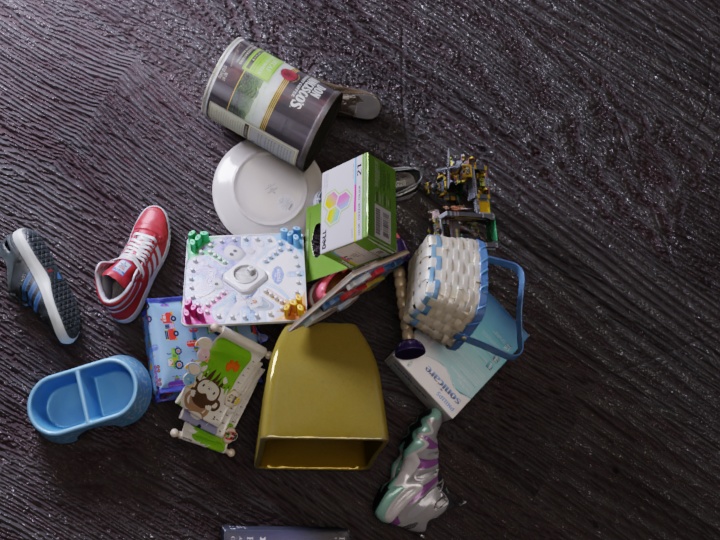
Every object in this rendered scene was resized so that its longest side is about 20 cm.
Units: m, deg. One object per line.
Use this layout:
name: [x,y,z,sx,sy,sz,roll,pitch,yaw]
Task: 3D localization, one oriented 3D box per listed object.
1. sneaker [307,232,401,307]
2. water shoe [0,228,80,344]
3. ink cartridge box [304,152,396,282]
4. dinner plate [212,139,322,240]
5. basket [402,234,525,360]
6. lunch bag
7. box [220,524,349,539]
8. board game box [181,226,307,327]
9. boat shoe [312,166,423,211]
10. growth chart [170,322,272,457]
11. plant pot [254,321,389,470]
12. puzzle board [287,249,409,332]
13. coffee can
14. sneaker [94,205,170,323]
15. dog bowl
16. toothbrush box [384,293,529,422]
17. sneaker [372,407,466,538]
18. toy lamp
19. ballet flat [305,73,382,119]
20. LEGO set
sneaker: [0.000,0.000,1.618,0.199,0.087,0.074,-41,87,-16]
water shoe: [-0.519,0.034,1.544,0.078,0.071,0.203,-27,84,14]
ink cartridge box: [-0.039,-0.079,1.541,0.075,0.198,0.150,26,56,-44]
dinner plate: [-0.157,-0.140,1.657,0.196,0.024,0.204,2,78,-10]
basket: [0.172,0.037,1.523,0.197,0.140,0.179,17,52,-10]
lunch bag: [-0.245,0.118,1.558,0.196,0.094,0.153,-6,76,-20]
box: [-0.119,0.497,1.470,0.194,0.123,0.204,2,77,-10]
board game box: [-0.187,0.005,1.552,0.196,0.026,0.202,-2,45,-4]
boat shoe: [0.015,-0.138,1.658,0.196,0.068,0.075,-9,81,-14]
growth chart: [-0.222,0.189,1.510,0.143,0.018,0.203,20,95,-36]
plant pot: [-0.067,0.193,1.516,0.190,0.196,0.204,2,66,-9]
puzzle board: [-0.014,0.033,1.493,0.150,0.199,0.018,-41,81,28]
coffee can: [-0.148,-0.279,1.619,0.198,0.147,0.148,28,74,1]
sneaker: [-0.365,-0.023,1.545,0.070,0.113,0.203,13,75,7]
dog bowl: [-0.428,0.200,1.500,0.196,0.050,0.113,-17,78,0]
toothbrush box: [0.161,0.132,1.617,0.146,0.085,0.200,45,74,3]
sneaker: [0.120,0.338,1.569,0.138,0.078,0.202,28,92,-7]
toy lamp: [0.068,0.043,1.572,0.057,0.058,0.203,0,64,-10]
ballet flat: [-0.057,-0.309,1.704,0.196,0.046,0.069,10,107,-2]
LEGO set: [0.148,-0.096,1.632,0.114,0.153,0.204,2,84,-27]
